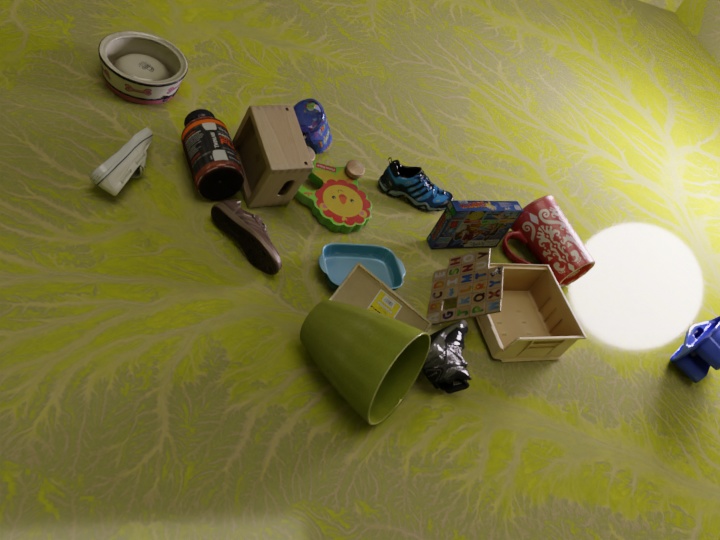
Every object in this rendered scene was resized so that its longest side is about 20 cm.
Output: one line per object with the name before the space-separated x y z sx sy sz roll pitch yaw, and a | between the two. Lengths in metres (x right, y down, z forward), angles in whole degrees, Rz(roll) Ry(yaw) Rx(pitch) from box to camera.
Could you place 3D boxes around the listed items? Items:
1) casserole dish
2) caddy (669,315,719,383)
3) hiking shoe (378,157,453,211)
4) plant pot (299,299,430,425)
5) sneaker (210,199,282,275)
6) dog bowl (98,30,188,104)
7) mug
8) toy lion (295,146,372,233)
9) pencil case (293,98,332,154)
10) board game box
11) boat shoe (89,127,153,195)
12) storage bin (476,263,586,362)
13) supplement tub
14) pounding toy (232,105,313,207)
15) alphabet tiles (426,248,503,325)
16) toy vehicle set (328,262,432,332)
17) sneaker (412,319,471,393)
casserole dish | 0.000 0.000 1.399 0.198 0.039 0.122 2 51 -24
caddy | 0.831 0.178 1.584 0.199 0.142 0.105 -26 70 -40
hiking shoe | 0.146 -0.207 1.618 0.198 0.087 0.075 16 46 -14
plant pot | -0.007 0.144 1.190 0.199 0.188 0.187 31 42 24
sneaker | -0.215 -0.078 1.337 0.200 0.071 0.075 45 46 14
dog bowl | -0.508 -0.468 1.533 0.198 0.074 0.201 14 46 -15
mug | 0.466 -0.056 1.645 0.201 0.177 0.133 59 16 22
toy lion | -0.069 -0.177 1.511 0.198 0.069 0.193 14 54 -15
pencil case | -0.113 -0.330 1.536 0.077 0.200 0.088 14 86 5
board game box | 0.271 -0.108 1.560 0.198 0.136 0.035 -2 53 -29
boat shoe | -0.475 -0.218 1.345 0.067 0.073 0.201 48 40 -20
storage bin | 0.357 0.091 1.457 0.197 0.094 0.201 2 51 -25
supplement tub | -0.324 -0.256 1.414 0.106 0.107 0.201 -5 54 -30
pounding toy | -0.191 -0.249 1.441 0.141 0.200 0.186 -9 70 -32
alphabet tiles | 0.229 0.031 1.421 0.008 0.166 0.201 56 33 -34
toy vehicle set | 0.037 0.090 1.313 0.200 0.027 0.124 40 54 0
sneaker | 0.180 0.174 1.316 0.115 0.076 0.199 58 30 -2
